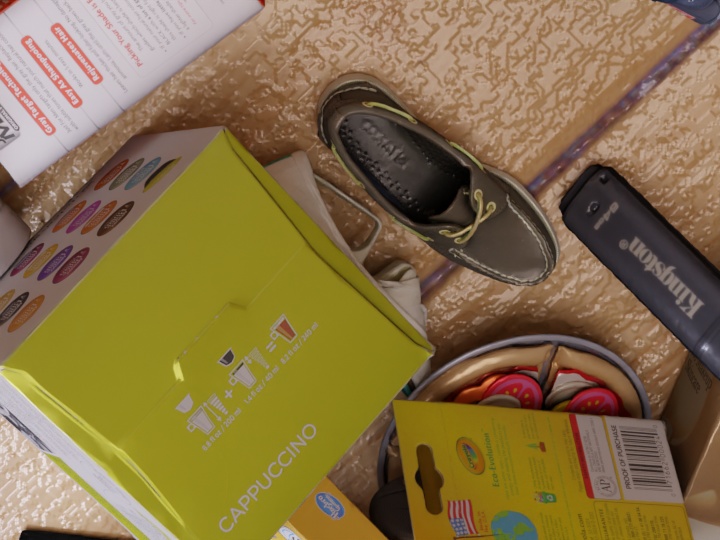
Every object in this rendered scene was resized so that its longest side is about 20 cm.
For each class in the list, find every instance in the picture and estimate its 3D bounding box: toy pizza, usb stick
[{"bbox_3d":[0.111,0.131,1.406,0.200,0.032,0.200,-7,125,-11],"label":"toy pizza"},{"bbox_3d":[0.209,0.010,1.327,0.200,0.033,0.055,48,121,24],"label":"usb stick"}]

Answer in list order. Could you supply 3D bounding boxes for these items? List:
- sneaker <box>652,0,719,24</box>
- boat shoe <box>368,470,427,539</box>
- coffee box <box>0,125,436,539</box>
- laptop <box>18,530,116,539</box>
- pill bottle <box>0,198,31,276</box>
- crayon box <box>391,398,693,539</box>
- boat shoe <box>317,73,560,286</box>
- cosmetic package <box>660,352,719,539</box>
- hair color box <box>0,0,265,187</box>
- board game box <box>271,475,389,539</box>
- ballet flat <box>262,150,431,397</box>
[{"bbox_3d":[0.187,-0.192,1.286,0.200,0.075,0.085,-13,107,2],"label":"sneaker"},{"bbox_3d":[0.098,0.186,1.376,0.200,0.076,0.072,9,133,-15],"label":"boat shoe"},{"bbox_3d":[-0.115,0.049,1.269,0.200,0.198,0.200,47,75,-18],"label":"coffee box"},{"bbox_3d":[-0.158,0.254,1.370,0.177,0.200,0.103,8,145,-4],"label":"laptop"},{"bbox_3d":[-0.312,-0.064,1.292,0.120,0.120,0.200,-40,108,12],"label":"pill bottle"},{"bbox_3d":[0.114,0.153,1.321,0.200,0.127,0.051,7,139,-19],"label":"crayon box"},{"bbox_3d":[0.053,-0.050,1.344,0.202,0.060,0.072,38,105,-15],"label":"boat shoe"},{"bbox_3d":[0.265,0.089,1.386,0.071,0.105,0.200,16,108,-10],"label":"cosmetic package"},{"bbox_3d":[-0.169,-0.155,1.294,0.200,0.061,0.102,-35,109,9],"label":"hair color box"},{"bbox_3d":[-0.001,0.217,1.310,0.200,0.153,0.040,46,65,-12],"label":"board game box"},{"bbox_3d":[0.000,0.000,1.366,0.069,0.069,0.200,-37,108,11],"label":"ballet flat"}]
